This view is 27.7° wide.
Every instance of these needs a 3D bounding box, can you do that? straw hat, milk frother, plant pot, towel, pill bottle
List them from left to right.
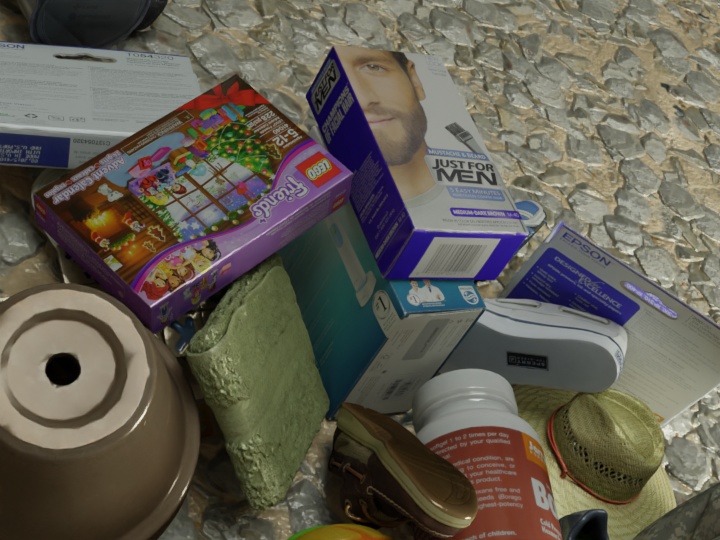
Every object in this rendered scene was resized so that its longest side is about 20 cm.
[{"bbox_3d":[-0.198,0.090,0.945,0.200,0.175,0.200,5,66,-11],"label":"plant pot"},{"bbox_3d":[-0.243,-0.332,1.342,0.180,0.200,0.188,-9,56,-41],"label":"milk frother"},{"bbox_3d":[-0.073,0.078,1.091,0.200,0.036,0.149,-67,140,-67],"label":"towel"},{"bbox_3d":[0.093,0.180,1.124,0.112,0.112,0.200,12,46,-22],"label":"pill bottle"},{"bbox_3d":[0.210,0.147,1.245,0.201,0.085,0.201,16,45,-17],"label":"straw hat"}]

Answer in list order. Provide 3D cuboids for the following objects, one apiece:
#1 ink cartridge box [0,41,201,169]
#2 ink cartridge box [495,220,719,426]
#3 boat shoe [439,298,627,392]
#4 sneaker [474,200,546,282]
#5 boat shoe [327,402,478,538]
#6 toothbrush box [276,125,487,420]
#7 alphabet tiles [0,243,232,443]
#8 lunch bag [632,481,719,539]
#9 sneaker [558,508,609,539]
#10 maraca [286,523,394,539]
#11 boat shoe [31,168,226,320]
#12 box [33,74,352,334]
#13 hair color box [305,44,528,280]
[{"bbox_3d":[-0.232,-0.138,1.235,0.196,0.043,0.200,3,26,-13],"label":"ink cartridge box"},{"bbox_3d":[0.230,0.042,1.274,0.198,0.200,0.043,34,63,1],"label":"ink cartridge box"},{"bbox_3d":[0.130,0.058,1.262,0.200,0.074,0.065,13,33,16],"label":"boat shoe"},{"bbox_3d":[0.102,-0.031,1.355,0.077,0.076,0.200,49,43,11],"label":"sneaker"},{"bbox_3d":[0.022,0.160,1.071,0.072,0.072,0.200,23,5,-27],"label":"boat shoe"},{"bbox_3d":[0.000,0.000,1.213,0.085,0.146,0.200,-3,52,-34],"label":"toothbrush box"},{"bbox_3d":[-0.179,0.056,1.089,0.200,0.008,0.167,-9,82,-27],"label":"alphabet tiles"},{"bbox_3d":[0.315,0.222,1.154,0.168,0.200,0.139,3,57,-38],"label":"lunch bag"},{"bbox_3d":[0.181,0.272,1.112,0.074,0.081,0.200,1,53,-30],"label":"sneaker"},{"bbox_3d":[-0.011,0.256,0.991,0.137,0.107,0.200,16,41,-6],"label":"maraca"},{"bbox_3d":[-0.181,-0.011,1.179,0.200,0.060,0.074,36,82,10],"label":"boat shoe"},{"bbox_3d":[-0.124,-0.055,1.100,0.200,0.039,0.137,-36,65,-29],"label":"box"},{"bbox_3d":[0.042,-0.087,1.166,0.109,0.065,0.200,1,49,-31],"label":"hair color box"}]
